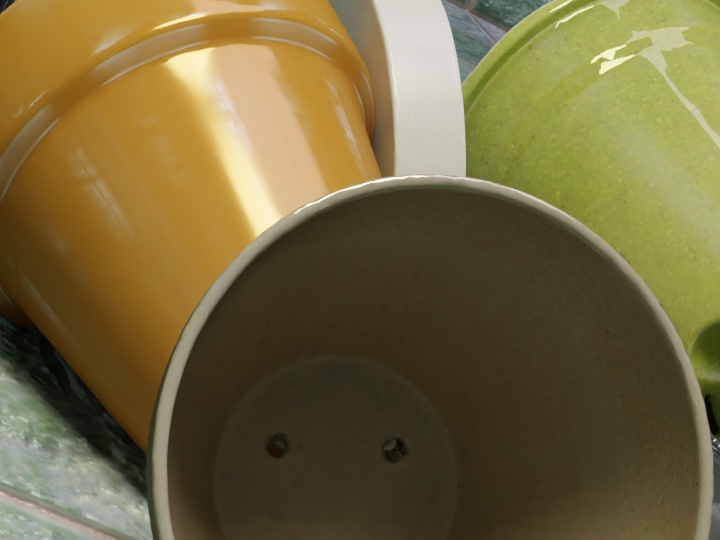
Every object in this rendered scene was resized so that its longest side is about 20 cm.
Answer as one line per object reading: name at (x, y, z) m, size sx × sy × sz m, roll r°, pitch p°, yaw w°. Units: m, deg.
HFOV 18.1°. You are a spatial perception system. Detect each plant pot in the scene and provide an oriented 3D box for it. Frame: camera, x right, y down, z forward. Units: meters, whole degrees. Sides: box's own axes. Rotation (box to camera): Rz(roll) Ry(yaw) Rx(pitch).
plant pot at (-0.064, -0.009, 0.968) m, size 0.199 × 0.200 × 0.184 m, roll 15°, pitch 35°, yaw -47°
plant pot at (0.157, -0.010, 1.064) m, size 0.200 × 0.201 × 0.184 m, roll 17°, pitch 23°, yaw -42°

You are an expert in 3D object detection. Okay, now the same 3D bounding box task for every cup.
cup at (0.009, 0.076, 0.821) m, size 0.199 × 0.201 × 0.143 m, roll 27°, pitch -14°, yaw -11°

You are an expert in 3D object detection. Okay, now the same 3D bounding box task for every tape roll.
tape roll at (0.002, -0.052, 1.104) m, size 0.037 × 0.204 × 0.203 m, roll 0°, pitch 23°, yaw -17°

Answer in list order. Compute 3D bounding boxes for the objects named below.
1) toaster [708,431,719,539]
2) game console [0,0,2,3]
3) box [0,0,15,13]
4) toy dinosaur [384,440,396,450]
toaster at (0.110, 0.128, 0.907) m, size 0.113 × 0.130 × 0.200 m, roll 16°, pitch 18°, yaw -42°
game console at (-0.157, -0.186, 1.552) m, size 0.172 × 0.119 × 0.200 m, roll 35°, pitch 13°, yaw 22°
box at (-0.133, -0.101, 1.221) m, size 0.104 × 0.149 × 0.200 m, roll 23°, pitch 15°, yaw -27°
toy dinosaur at (0.028, 0.068, 1.143) m, size 0.087 × 0.048 × 0.200 m, roll 7°, pitch 18°, yaw -17°
